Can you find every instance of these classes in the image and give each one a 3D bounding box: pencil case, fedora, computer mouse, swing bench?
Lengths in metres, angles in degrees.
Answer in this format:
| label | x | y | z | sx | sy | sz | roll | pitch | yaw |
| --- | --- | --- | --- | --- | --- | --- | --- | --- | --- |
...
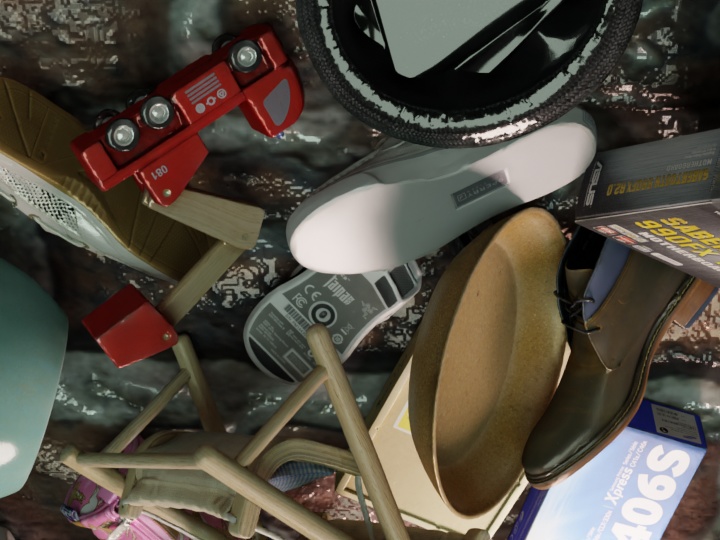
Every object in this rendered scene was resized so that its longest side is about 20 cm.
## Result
| label | x | y | z | sx | sy | sz | roll | pitch | yaw |
| --- | --- | --- | --- | --- | --- | --- | --- | --- | --- |
| pencil case | -0.127 | 0.210 | 1.127 | 0.083 | 0.087 | 0.200 | -23 | 120 | 39 |
| fedora | 0.064 | -0.169 | 0.893 | 0.200 | 0.092 | 0.201 | 1 | 107 | 5 |
| computer mouse | 0.000 | 0.000 | 1.028 | 0.200 | 0.044 | 0.110 | -39 | 101 | 22 |
| swing bench | -0.058 | 0.152 | 1.008 | 0.199 | 0.130 | 0.200 | -9 | 122 | 55 |

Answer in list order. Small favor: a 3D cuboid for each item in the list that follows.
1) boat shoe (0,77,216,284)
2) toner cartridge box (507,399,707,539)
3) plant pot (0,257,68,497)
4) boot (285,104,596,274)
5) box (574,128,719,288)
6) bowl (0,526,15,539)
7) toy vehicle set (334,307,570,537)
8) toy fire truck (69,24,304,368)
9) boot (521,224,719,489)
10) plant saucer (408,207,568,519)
| label | x | y | z | sx | sy | sz | roll | pitch | yaw |
| --- | --- | --- | --- | --- | --- | --- | --- | --- | --- |
| boat shoe | -0.185 | -0.051 | 1.004 | 0.200 | 0.071 | 0.069 | 38 | 141 | -25 |
| toner cartridge box | 0.172 | 0.184 | 1.121 | 0.095 | 0.043 | 0.200 | 17 | 119 | -5 |
| plant pot | -0.288 | 0.068 | 1.005 | 0.161 | 0.201 | 0.201 | 17 | 119 | -18 |
| boot | 0.040 | -0.071 | 0.941 | 0.200 | 0.096 | 0.074 | -20 | 134 | -5 |
| box | 0.256 | -0.023 | 0.916 | 0.200 | 0.158 | 0.048 | 22 | 77 | -27 |
| bowl | -0.267 | 0.282 | 1.126 | 0.075 | 0.200 | 0.200 | -24 | 115 | -7 |
| toy vehicle set | 0.078 | 0.103 | 1.091 | 0.124 | 0.027 | 0.200 | 24 | 118 | -10 |
| toy fire truck | -0.108 | -0.048 | 0.957 | 0.200 | 0.049 | 0.141 | -34 | 113 | -10 |
| boot | 0.146 | 0.041 | 0.993 | 0.097 | 0.075 | 0.200 | 40 | 81 | -22 |
| plant saucer | 0.078 | 0.056 | 0.958 | 0.035 | 0.200 | 0.201 | 13 | 123 | 27 |
